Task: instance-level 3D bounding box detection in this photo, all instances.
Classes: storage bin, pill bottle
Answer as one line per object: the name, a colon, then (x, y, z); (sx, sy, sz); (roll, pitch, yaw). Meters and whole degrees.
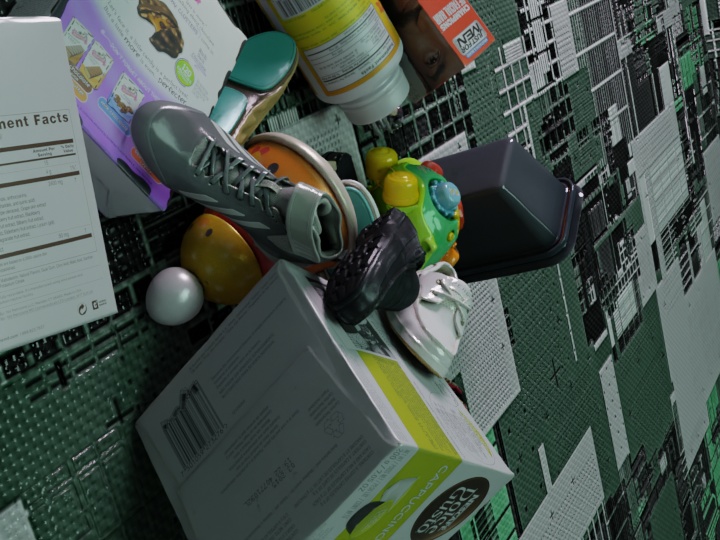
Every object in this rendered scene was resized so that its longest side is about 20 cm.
storage bin: (0.157, -0.088, 1.241); (0.134, 0.199, 0.147); (41, 53, -35)
pill bottle: (-0.027, -0.252, 1.029); (0.201, 0.108, 0.110); (55, 44, -33)

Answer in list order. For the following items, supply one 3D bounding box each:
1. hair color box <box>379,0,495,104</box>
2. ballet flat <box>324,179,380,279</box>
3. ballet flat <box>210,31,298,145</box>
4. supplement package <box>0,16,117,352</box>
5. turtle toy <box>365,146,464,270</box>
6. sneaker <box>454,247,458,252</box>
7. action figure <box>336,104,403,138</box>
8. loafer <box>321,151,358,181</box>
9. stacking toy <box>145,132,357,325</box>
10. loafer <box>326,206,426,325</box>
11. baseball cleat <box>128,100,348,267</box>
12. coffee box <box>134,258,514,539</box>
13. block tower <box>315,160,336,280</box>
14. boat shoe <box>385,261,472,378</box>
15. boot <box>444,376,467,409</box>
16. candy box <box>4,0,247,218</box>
hair color box: (0.042, -0.294, 1.079); (0.201, 0.111, 0.064); (51, 60, -8)
ballet flat: (0.000, 0.000, 1.009); (0.069, 0.069, 0.202); (-38, 122, -52)
ballet flat: (-0.119, -0.157, 0.940); (0.201, 0.068, 0.063); (-59, 173, -43)
supplement package: (-0.259, -0.053, 0.649); (0.119, 0.120, 0.203); (-21, 104, -55)
turtle toy: (0.059, -0.069, 1.128); (0.200, 0.100, 0.147); (-117, -157, -59)
sneaker: (0.062, 0.036, 1.169); (0.073, 0.084, 0.201); (56, 45, -40)
action figure: (0.038, -0.237, 1.177); (0.200, 0.069, 0.131); (-40, 128, -34)
loafer: (-0.004, -0.032, 1.091); (0.072, 0.062, 0.203); (-4, 90, -57)
stacking toy: (-0.111, -0.018, 0.893); (0.200, 0.145, 0.147); (-42, 122, -33)
loafer: (0.022, 0.003, 0.846); (0.071, 0.068, 0.201); (51, 20, -7)
baseball cleat: (-0.084, -0.070, 0.782); (0.199, 0.106, 0.070); (37, 66, -36)
coffee box: (-0.030, 0.153, 0.842); (0.197, 0.200, 0.201); (27, 21, -52)
block tower: (-0.049, -0.010, 1.029); (0.058, 0.053, 0.203); (-9, 95, -56)
boat shoe: (0.070, 0.033, 0.921); (0.071, 0.069, 0.200); (47, 12, -14)
boot: (0.046, 0.163, 1.068); (0.200, 0.149, 0.074); (50, 48, -42)
candy box: (-0.194, -0.174, 0.807); (0.168, 0.071, 0.202); (51, 47, -41)
